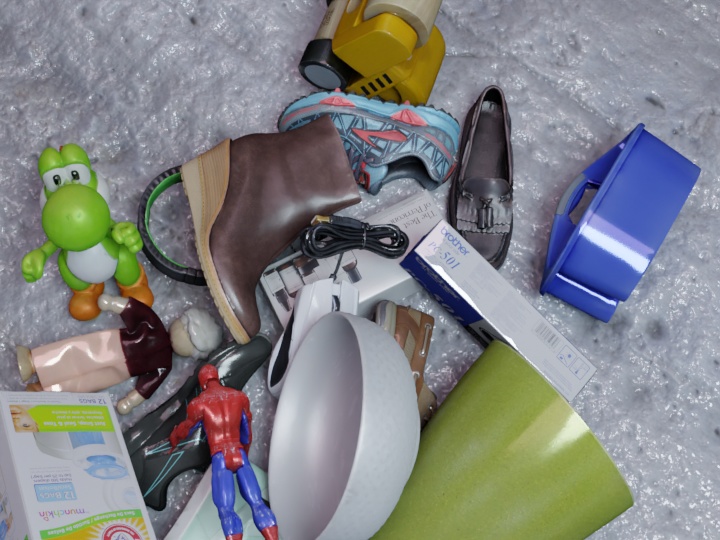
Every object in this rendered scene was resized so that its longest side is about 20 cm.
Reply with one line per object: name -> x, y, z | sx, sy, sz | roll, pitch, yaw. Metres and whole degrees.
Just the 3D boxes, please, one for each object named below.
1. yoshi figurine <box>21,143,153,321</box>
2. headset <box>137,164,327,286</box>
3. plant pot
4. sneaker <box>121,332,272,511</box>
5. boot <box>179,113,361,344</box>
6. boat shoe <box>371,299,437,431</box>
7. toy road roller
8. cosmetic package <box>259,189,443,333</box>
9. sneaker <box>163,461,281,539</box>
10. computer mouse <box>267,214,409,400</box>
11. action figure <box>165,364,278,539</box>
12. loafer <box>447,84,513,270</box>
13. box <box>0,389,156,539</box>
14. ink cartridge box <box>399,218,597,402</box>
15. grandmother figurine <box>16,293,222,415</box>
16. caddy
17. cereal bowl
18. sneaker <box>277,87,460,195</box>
yoshi figurine -> -0.261, -0.023, 0.991 | 0.111, 0.202, 0.112 | 28, 57, 27
headset -> -0.127, -0.048, 1.062 | 0.196, 0.094, 0.126 | 7, 67, -14
plant pot -> 0.104, 0.199, 0.920 | 0.199, 0.187, 0.188 | -39, 72, -6
sneaker -> -0.153, 0.143, 1.006 | 0.200, 0.075, 0.079 | -43, 82, -5
boot -> -0.076, -0.045, 0.998 | 0.163, 0.073, 0.204 | -16, 72, -3
boat shoe -> 0.040, 0.129, 0.999 | 0.070, 0.076, 0.204 | 7, 75, -6
toy road roller -> 0.042, -0.244, 1.093 | 0.145, 0.199, 0.125 | 30, 68, -25
cosmetic package -> 0.000, 0.000, 1.063 | 0.197, 0.051, 0.083 | -27, 71, -9
sneaker -> -0.123, 0.275, 0.940 | 0.116, 0.074, 0.203 | 23, 69, 15
computer mouse -> -0.029, 0.046, 0.990 | 0.108, 0.203, 0.044 | 6, 22, -34
action figure -> -0.120, 0.186, 0.915 | 0.064, 0.099, 0.203 | -4, 62, -26
loafer -> 0.129, -0.099, 1.092 | 0.070, 0.063, 0.204 | 4, 68, 3
box -> -0.259, 0.214, 0.904 | 0.111, 0.102, 0.201 | 7, 39, -37
ink cartridge box -> 0.128, 0.042, 0.992 | 0.200, 0.094, 0.044 | 44, 80, 0
grandmother figurine -> -0.232, 0.078, 1.025 | 0.196, 0.123, 0.061 | -13, 29, -14
caddy -> 0.246, -0.050, 1.029 | 0.104, 0.142, 0.201 | 31, 71, 10
cereal bowl -> -0.006, 0.142, 0.892 | 0.082, 0.200, 0.204 | 16, 66, -23
sneaker -> 0.005, -0.131, 1.101 | 0.196, 0.080, 0.097 | 6, 70, 4
